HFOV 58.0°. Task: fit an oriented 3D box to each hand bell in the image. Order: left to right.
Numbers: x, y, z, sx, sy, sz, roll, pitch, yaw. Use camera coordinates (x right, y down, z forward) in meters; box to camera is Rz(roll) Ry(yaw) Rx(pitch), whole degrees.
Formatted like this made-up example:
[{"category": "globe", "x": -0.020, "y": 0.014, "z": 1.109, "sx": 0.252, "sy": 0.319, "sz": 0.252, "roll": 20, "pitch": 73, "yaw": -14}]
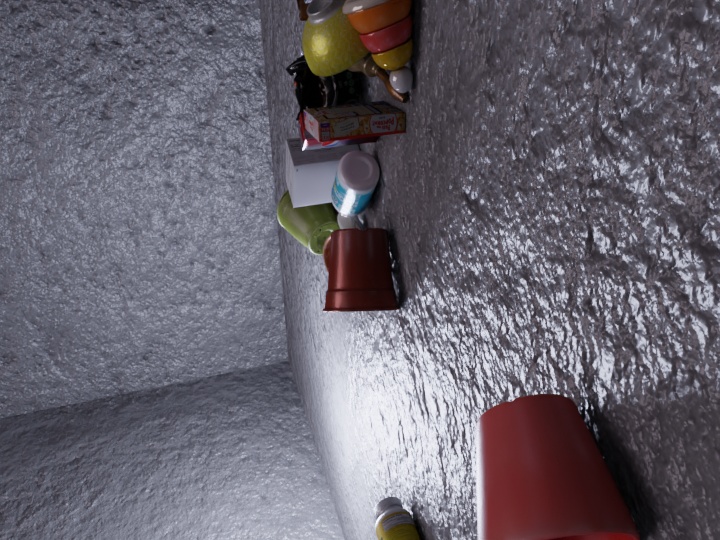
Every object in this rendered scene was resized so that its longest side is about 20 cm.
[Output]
[{"category": "hand bell", "x": 0.047, "y": -0.423, "z": 1.404, "sx": 0.202, "sy": 0.102, "sz": 0.106, "roll": 57, "pitch": 155, "yaw": 32}]

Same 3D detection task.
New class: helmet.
[{"category": "helmet", "x": -0.096, "y": -0.476, "z": 1.683, "sx": 0.191, "sy": 0.194, "sz": 0.206, "roll": -46, "pitch": -44, "yaw": -61}]

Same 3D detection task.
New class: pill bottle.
[{"category": "pill bottle", "x": -0.019, "y": -0.215, "z": 1.696, "sx": 0.201, "sy": 0.107, "sz": 0.114, "roll": 114, "pitch": 144, "yaw": -66}, {"category": "pill bottle", "x": 0.104, "y": 0.723, "z": 1.754, "sx": 0.202, "sy": 0.109, "sz": 0.115, "roll": -117, "pitch": 23, "yaw": -53}]

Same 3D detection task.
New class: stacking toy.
[{"category": "stacking toy", "x": 0.056, "y": -0.448, "z": 1.276, "sx": 0.146, "sy": 0.143, "sz": 0.205, "roll": -131, "pitch": 20, "yaw": -64}]

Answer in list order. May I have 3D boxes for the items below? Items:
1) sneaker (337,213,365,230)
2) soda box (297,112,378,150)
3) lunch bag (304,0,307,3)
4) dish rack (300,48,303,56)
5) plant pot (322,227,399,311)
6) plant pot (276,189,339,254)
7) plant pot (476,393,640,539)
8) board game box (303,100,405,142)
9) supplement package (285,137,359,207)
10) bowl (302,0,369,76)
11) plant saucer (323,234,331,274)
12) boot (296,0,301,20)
[{"category": "sneaker", "x": -0.005, "y": -0.081, "z": 1.845, "sx": 0.071, "sy": 0.072, "sz": 0.206, "roll": -9, "pitch": 102, "yaw": 47}, {"category": "soda box", "x": -0.050, "y": -0.342, "z": 1.562, "sx": 0.063, "sy": 0.194, "sz": 0.072, "roll": 132, "pitch": 127, "yaw": -71}, {"category": "lunch bag", "x": -0.050, "y": -0.697, "z": 1.415, "sx": 0.127, "sy": 0.165, "sz": 0.207, "roll": 161, "pitch": 101, "yaw": -68}, {"category": "dish rack", "x": -0.164, "y": -0.625, "z": 2.175, "sx": 0.175, "sy": 0.042, "sz": 0.203, "roll": 95, "pitch": 161, "yaw": -45}, {"category": "plant pot", "x": 0.000, "y": 0.000, "z": 1.625, "sx": 0.200, "sy": 0.194, "sz": 0.202, "roll": 172, "pitch": 98, "yaw": -76}, {"category": "plant pot", "x": -0.155, "y": -0.161, "z": 2.169, "sx": 0.194, "sy": 0.196, "sz": 0.204, "roll": 52, "pitch": 150, "yaw": 39}, {"category": "plant pot", "x": 0.233, "y": 0.272, "z": 0.838, "sx": 0.203, "sy": 0.193, "sz": 0.182, "roll": 101, "pitch": 165, "yaw": -54}, {"category": "board game box", "x": -0.016, "y": -0.332, "z": 1.435, "sx": 0.152, "sy": 0.194, "sz": 0.048, "roll": -126, "pitch": 30, "yaw": -62}, {"category": "supplement package", "x": -0.105, "y": -0.283, "z": 1.821, "sx": 0.158, "sy": 0.194, "sz": 0.113, "roll": 98, "pitch": 159, "yaw": -50}, {"category": "bowl", "x": -0.053, "y": -0.522, "z": 1.366, "sx": 0.108, "sy": 0.198, "sz": 0.202, "roll": 48, "pitch": -169, "yaw": -41}, {"category": "plant saucer", "x": -0.023, "y": -0.019, "z": 1.816, "sx": 0.197, "sy": 0.037, "sz": 0.205, "roll": 26, "pitch": 131, "yaw": 33}, {"category": "boot", "x": -0.074, "y": -0.621, "z": 1.583, "sx": 0.075, "sy": 0.150, "sz": 0.204, "roll": 102, "pitch": 155, "yaw": -54}]
